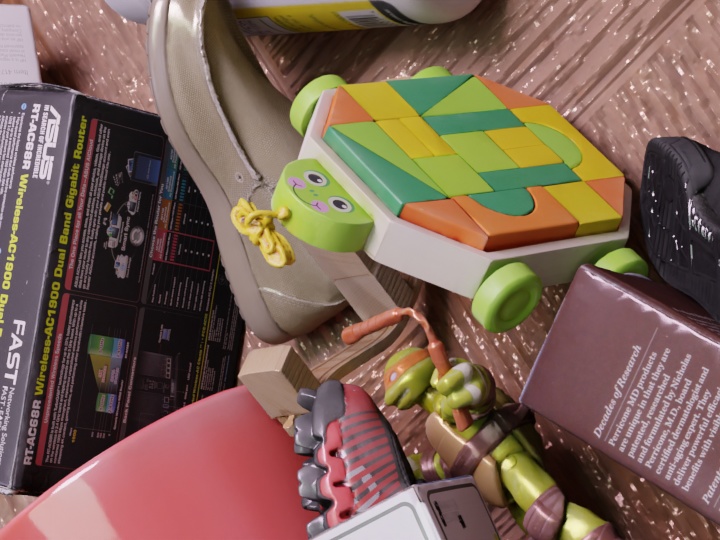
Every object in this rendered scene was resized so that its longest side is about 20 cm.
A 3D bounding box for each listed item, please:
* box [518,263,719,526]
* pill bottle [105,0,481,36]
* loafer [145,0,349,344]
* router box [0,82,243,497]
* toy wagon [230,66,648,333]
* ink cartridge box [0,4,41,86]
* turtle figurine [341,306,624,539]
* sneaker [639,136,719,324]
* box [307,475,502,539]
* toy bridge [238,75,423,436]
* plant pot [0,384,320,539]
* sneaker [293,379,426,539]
[{"bbox_3d":[0.176,0.074,1.032,0.200,0.100,0.075,33,102,37],"label":"box"},{"bbox_3d":[-0.037,-0.176,1.228,0.199,0.114,0.115,1,83,37],"label":"pill bottle"},{"bbox_3d":[-0.047,-0.060,1.209,0.068,0.076,0.201,-13,115,17],"label":"loafer"},{"bbox_3d":[-0.129,0.017,1.242,0.062,0.150,0.201,6,86,38],"label":"router box"},{"bbox_3d":[0.033,-0.035,1.098,0.155,0.199,0.040,47,127,33],"label":"toy wagon"},{"bbox_3d":[-0.244,-0.030,1.330,0.125,0.128,0.201,-36,59,54],"label":"ink cartridge box"},{"bbox_3d":[0.061,0.091,1.117,0.064,0.200,0.161,-37,75,-21],"label":"turtle figurine"},{"bbox_3d":[0.195,-0.007,1.054,0.200,0.104,0.060,-118,29,-65],"label":"sneaker"},{"bbox_3d":[-0.022,0.178,0.999,0.200,0.060,0.117,-31,77,23],"label":"box"},{"bbox_3d":[0.000,0.000,1.167,0.027,0.067,0.200,-9,43,36],"label":"toy bridge"},{"bbox_3d":[-0.063,0.179,1.149,0.200,0.200,0.178,-41,72,25],"label":"plant pot"},{"bbox_3d":[0.033,0.136,1.057,0.098,0.071,0.201,-19,79,-2],"label":"sneaker"}]
